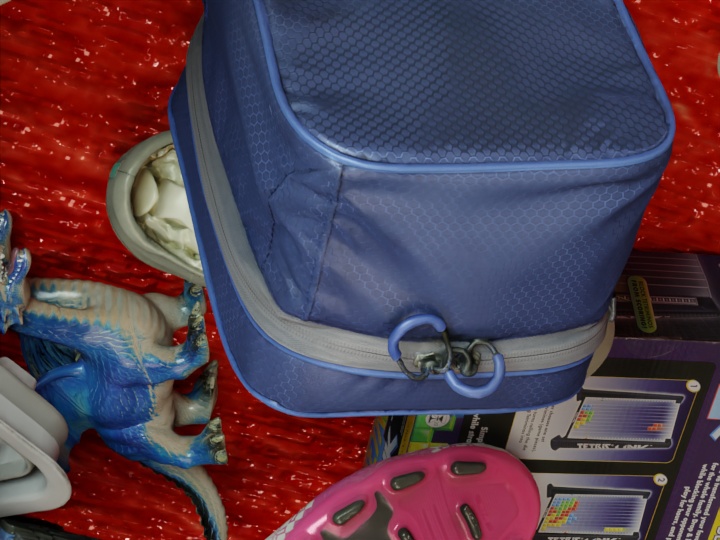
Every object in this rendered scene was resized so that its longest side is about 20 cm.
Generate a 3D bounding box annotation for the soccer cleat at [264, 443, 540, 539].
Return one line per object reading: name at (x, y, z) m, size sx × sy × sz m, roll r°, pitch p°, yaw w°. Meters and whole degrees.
soccer cleat at (-0.023, 0.126, 1.088) m, size 0.199 × 0.086 × 0.070 m, roll -31°, pitch 100°, yaw -6°

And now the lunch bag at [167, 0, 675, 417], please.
lunch bag at (0.016, -0.039, 0.916) m, size 0.135 × 0.201 × 0.133 m, roll 0°, pitch 135°, yaw -15°

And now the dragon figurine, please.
dragon figurine at (-0.105, 0.050, 1.078) m, size 0.099 × 0.059 × 0.201 m, roll -8°, pitch 133°, yaw -1°

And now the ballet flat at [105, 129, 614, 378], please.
ballet flat at (0.000, 0.000, 1.007) m, size 0.199 × 0.064 × 0.068 m, roll 19°, pitch 85°, yaw -2°

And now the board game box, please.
board game box at (0.088, 0.081, 1.137) m, size 0.164 × 0.057 × 0.201 m, roll 3°, pitch 131°, yaw -13°

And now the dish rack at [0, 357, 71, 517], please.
dish rack at (-0.212, 0.037, 1.017) m, size 0.199 × 0.044 × 0.172 m, roll -11°, pitch 137°, yaw 43°

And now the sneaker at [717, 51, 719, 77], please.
sneaker at (0.156, -0.131, 0.939) m, size 0.075 × 0.071 × 0.201 m, roll -10°, pitch 133°, yaw 2°

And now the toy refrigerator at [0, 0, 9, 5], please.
toy refrigerator at (-0.052, -0.170, 0.870) m, size 0.199 × 0.076 × 0.070 m, roll -24°, pitch 132°, yaw 14°

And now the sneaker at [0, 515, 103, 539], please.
sneaker at (-0.129, 0.139, 1.070) m, size 0.075 × 0.200 × 0.079 m, roll 15°, pitch 85°, yaw -25°
